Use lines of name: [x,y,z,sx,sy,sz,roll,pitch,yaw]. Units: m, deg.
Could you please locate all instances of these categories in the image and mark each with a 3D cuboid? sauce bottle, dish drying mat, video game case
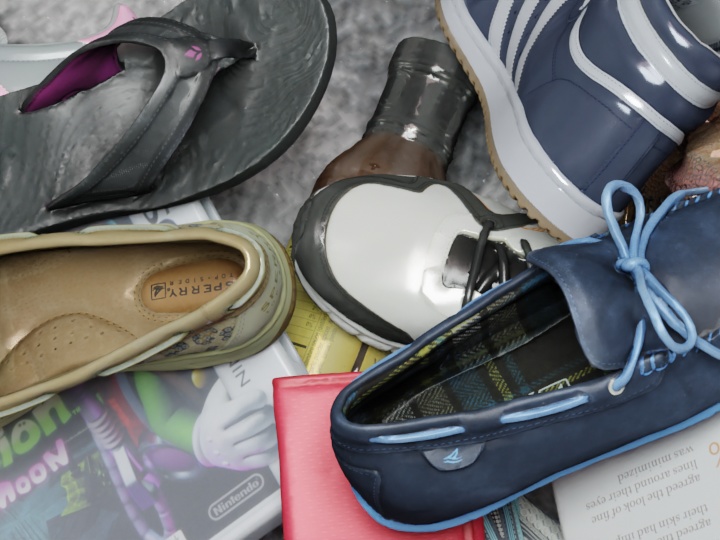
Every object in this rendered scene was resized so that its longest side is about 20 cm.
sauce bottle: [0.000,0.000,0.974,0.064,0.065,0.201,20,72,10]
dish drying mat: [0.013,0.136,0.863,0.076,0.018,0.201,-3,78,-12]
video game case: [-0.123,0.056,0.943,0.200,0.023,0.182,-36,70,15]

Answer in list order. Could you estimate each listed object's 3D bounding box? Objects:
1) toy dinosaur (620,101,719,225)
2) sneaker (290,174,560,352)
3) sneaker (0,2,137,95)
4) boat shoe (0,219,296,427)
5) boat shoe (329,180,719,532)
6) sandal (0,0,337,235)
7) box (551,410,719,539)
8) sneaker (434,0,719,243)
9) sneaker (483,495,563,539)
toy dinosaur: [0.150,-0.038,0.932,0.135,0.200,0.086,13,96,6]
sneaker: [0.070,0.006,0.924,0.199,0.080,0.074,17,77,-15]
sneaker: [-0.176,-0.061,1.007,0.199,0.070,0.083,-9,64,-7]
boat shoe: [-0.125,0.016,0.886,0.199,0.063,0.074,-16,79,7]
boat shoe: [0.082,0.025,0.823,0.199,0.069,0.084,-35,50,-2]
sandal: [-0.100,-0.054,0.911,0.199,0.048,0.076,-23,76,14]
box: [0.170,0.133,0.847,0.152,0.106,0.201,-25,58,26]
sneaker: [0.095,-0.100,0.943,0.109,0.070,0.200,-48,27,21]
sneaker: [0.084,0.143,0.915,0.086,0.078,0.200,-33,75,-18]
